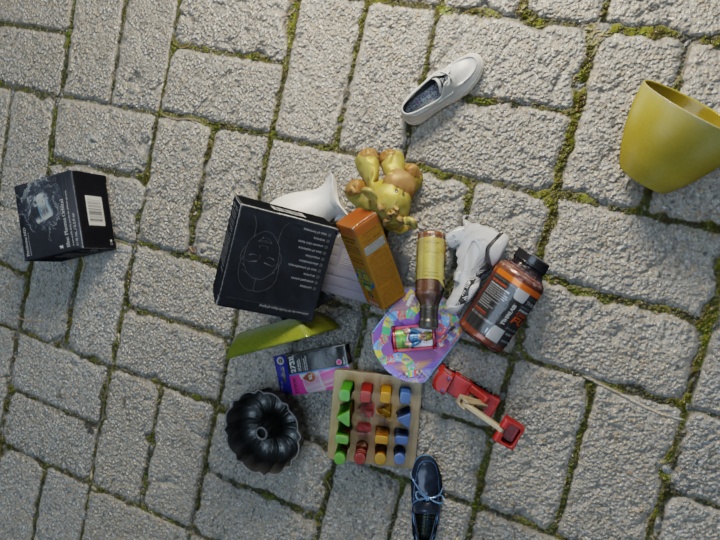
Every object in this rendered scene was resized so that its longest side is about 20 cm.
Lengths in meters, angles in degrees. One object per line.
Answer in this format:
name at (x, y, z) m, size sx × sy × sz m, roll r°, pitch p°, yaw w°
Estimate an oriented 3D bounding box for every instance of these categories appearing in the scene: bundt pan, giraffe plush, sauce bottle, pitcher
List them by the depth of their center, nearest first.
giraffe plush at (0.055, -0.150, 1.058) m, size 0.169 × 0.162 × 0.204 m, roll 3°, pitch 96°, yaw -6°
sauce bottle at (0.144, 0.020, 1.088) m, size 0.065 × 0.066 × 0.204 m, roll 1°, pitch 78°, yaw 16°
pitcher at (-0.116, -0.100, 1.161) m, size 0.198 × 0.121 × 0.174 m, roll -27°, pitch 84°, yaw 4°
bundt pan at (-0.215, 0.366, 1.218) m, size 0.198 × 0.076 × 0.206 m, roll 2°, pitch 96°, yaw 17°

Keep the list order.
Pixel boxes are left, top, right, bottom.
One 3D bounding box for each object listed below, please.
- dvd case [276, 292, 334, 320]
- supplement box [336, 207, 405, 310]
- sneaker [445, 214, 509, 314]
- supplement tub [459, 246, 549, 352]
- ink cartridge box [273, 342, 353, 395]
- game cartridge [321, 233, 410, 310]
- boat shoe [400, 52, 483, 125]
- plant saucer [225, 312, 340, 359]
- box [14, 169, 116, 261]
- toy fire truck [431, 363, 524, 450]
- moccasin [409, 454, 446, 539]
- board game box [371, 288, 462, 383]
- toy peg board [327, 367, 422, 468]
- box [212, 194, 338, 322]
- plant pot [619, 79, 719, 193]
dvd case at (-0.175, 0.025, 1.165) m, size 0.149 × 0.025 × 0.200 m, roll -31°, pitch 116°, yaw 22°
supplement box at (0.023, -0.021, 1.050) m, size 0.069 × 0.066 × 0.202 m, roll -37°, pitch 121°, yaw -22°
sneaker at (0.212, -0.014, 1.087) m, size 0.114 × 0.075 × 0.201 m, roll 35°, pitch 96°, yaw 13°
supplement tub at (0.292, 0.055, 1.046) m, size 0.106 × 0.107 × 0.202 m, roll 34°, pitch 101°, yaw 13°
ink cartridge box at (-0.112, 0.232, 1.211) m, size 0.197 × 0.037 × 0.096 m, roll -12°, pitch 89°, yaw 19°
game cartridge at (0.000, 0.000, 1.134) m, size 0.197 × 0.038 × 0.132 m, roll 16°, pitch 92°, yaw -10°
boat shoe at (0.167, -0.384, 1.089) m, size 0.198 × 0.068 × 0.073 m, roll -29°, pitch 84°, yaw 16°
plant saucer at (-0.167, 0.135, 1.138) m, size 0.197 × 0.200 × 0.049 m, roll -17°, pitch 84°, yaw 16°
box at (-0.763, -0.136, 1.352) m, size 0.197 × 0.117 × 0.200 m, roll -10°, pitch 89°, yaw 18°
toy fire truck at (0.229, 0.267, 1.052) m, size 0.198 × 0.141 × 0.049 m, roll 29°, pitch 99°, yaw 13°
moccasin at (0.147, 0.502, 1.117) m, size 0.079 × 0.068 × 0.204 m, roll -3°, pitch 95°, yaw 3°
board game box at (0.119, 0.136, 1.109) m, size 0.157 × 0.039 × 0.201 m, roll 39°, pitch 88°, yaw 6°
toy peg board at (0.028, 0.329, 1.118) m, size 0.196 × 0.098 × 0.204 m, roll 5°, pitch 94°, yaw 5°
box at (-0.172, -0.023, 1.036) m, size 0.197 × 0.124 × 0.200 m, roll 13°, pitch 101°, yaw -22°
plant pot at (0.552, -0.225, 0.933) m, size 0.199 × 0.200 × 0.143 m, roll 34°, pitch 127°, yaw 13°
